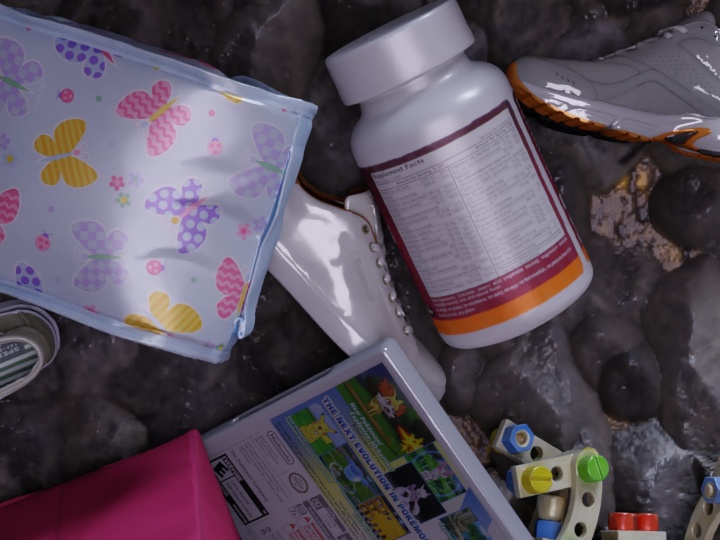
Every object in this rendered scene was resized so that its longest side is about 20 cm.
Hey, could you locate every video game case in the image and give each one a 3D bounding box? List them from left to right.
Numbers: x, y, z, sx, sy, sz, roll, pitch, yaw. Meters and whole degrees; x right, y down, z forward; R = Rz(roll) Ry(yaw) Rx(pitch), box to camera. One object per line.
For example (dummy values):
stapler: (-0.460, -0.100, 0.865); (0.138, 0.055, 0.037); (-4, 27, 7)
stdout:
video game case: (0.005, 0.161, 0.987); (0.181, 0.022, 0.201); (-28, 103, 30)

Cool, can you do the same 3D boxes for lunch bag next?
lunch bag: (-0.139, -0.051, 0.913); (0.198, 0.127, 0.171); (18, 97, 12)

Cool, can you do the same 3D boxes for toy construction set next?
toy construction set: (0.183, 0.169, 1.022); (0.198, 0.092, 0.133); (3, 79, -11)

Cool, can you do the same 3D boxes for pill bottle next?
pill bottle: (0.060, -0.061, 0.952); (0.109, 0.110, 0.201); (-27, 101, -1)

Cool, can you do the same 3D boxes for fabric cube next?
fabric cube: (-0.150, 0.251, 0.924); (0.198, 0.200, 0.198); (-21, 109, -1)

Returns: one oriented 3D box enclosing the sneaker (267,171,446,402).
sneaker: (0.000, 0.000, 0.974); (0.085, 0.073, 0.200); (-43, 100, 5)

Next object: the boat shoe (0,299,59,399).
boat shoe: (-0.287, 0.075, 0.961); (0.199, 0.062, 0.072); (-27, 102, 0)

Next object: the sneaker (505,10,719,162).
sneaker: (0.189, -0.127, 0.981); (0.198, 0.076, 0.093); (9, 91, -15)
